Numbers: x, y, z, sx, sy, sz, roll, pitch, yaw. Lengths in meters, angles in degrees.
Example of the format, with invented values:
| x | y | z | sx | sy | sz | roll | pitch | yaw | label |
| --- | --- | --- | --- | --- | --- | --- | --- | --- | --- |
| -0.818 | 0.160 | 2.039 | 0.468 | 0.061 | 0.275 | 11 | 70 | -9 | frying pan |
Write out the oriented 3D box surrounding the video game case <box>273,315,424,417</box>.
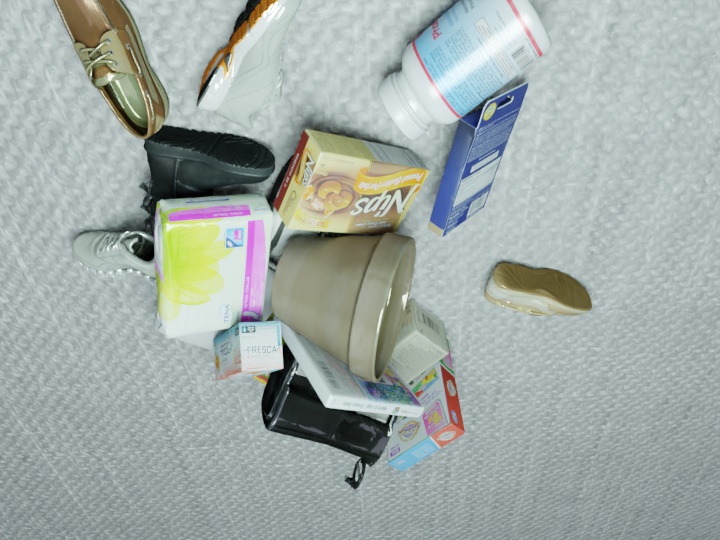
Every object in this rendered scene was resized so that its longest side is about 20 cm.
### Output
| x | y | z | sx | sy | sz | roll | pitch | yaw | label |
| --- | --- | --- | --- | --- | --- | --- | --- | --- | --- |
| -0.020 | 0.137 | 0.878 | 0.178 | 0.200 | 0.024 | 18 | 109 | -39 | video game case |

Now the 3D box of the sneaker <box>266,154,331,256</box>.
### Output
| x | y | z | sx | sy | sz | roll | pitch | yaw | label |
| --- | --- | --- | --- | --- | --- | --- | --- | --- | --- |
| -0.075 | -0.092 | 0.883 | 0.113 | 0.077 | 0.201 | 17 | 132 | -33 | sneaker |

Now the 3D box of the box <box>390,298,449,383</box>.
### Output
| x | y | z | sx | sy | sz | roll | pitch | yaw | label |
| --- | --- | --- | --- | --- | --- | --- | --- | --- | --- |
| 0.058 | 0.155 | 1.086 | 0.094 | 0.079 | 0.199 | 34 | 121 | -29 | box |

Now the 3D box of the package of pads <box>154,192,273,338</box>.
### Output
| x | y | z | sx | sy | sz | roll | pitch | yaw | label |
| --- | --- | --- | --- | --- | --- | --- | --- | --- | --- |
| -0.206 | -0.004 | 0.823 | 0.150 | 0.069 | 0.205 | -8 | 131 | -25 | package of pads |

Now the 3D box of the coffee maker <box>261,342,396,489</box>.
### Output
| x | y | z | sx | sy | sz | roll | pitch | yaw | label |
| --- | --- | --- | --- | --- | --- | --- | --- | --- | --- |
| -0.054 | 0.226 | 0.937 | 0.195 | 0.198 | 0.134 | 21 | 165 | -19 | coffee maker |

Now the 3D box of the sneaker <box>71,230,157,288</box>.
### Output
| x | y | z | sx | sy | sz | roll | pitch | yaw | label |
| --- | --- | --- | --- | --- | --- | --- | --- | --- | --- |
| -0.344 | -0.030 | 0.876 | 0.193 | 0.077 | 0.082 | 11 | 152 | 13 | sneaker |

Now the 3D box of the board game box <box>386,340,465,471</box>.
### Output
| x | y | z | sx | sy | sz | roll | pitch | yaw | label |
| --- | --- | --- | --- | --- | --- | --- | --- | --- | --- |
| 0.106 | 0.231 | 1.074 | 0.040 | 0.204 | 0.152 | 32 | 124 | -28 | board game box |

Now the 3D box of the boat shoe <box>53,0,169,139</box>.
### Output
| x | y | z | sx | sy | sz | roll | pitch | yaw | label |
| --- | --- | --- | --- | --- | --- | --- | --- | --- | --- |
| -0.296 | -0.252 | 0.715 | 0.073 | 0.075 | 0.203 | -17 | 130 | 12 | boat shoe |

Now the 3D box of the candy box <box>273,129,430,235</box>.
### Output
| x | y | z | sx | sy | sz | roll | pitch | yaw | label |
| --- | --- | --- | --- | --- | --- | --- | --- | --- | --- |
| -0.009 | -0.112 | 0.806 | 0.196 | 0.056 | 0.117 | -1 | 132 | -42 | candy box |

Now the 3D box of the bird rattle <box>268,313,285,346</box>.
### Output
| x | y | z | sx | sy | sz | roll | pitch | yaw | label |
| --- | --- | --- | --- | --- | --- | --- | --- | --- | --- |
| -0.069 | 0.120 | 1.012 | 0.196 | 0.114 | 0.164 | 29 | 119 | -18 | bird rattle |

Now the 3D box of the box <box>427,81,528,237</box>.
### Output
| x | y | z | sx | sy | sz | roll | pitch | yaw | label |
| --- | --- | --- | --- | --- | --- | --- | --- | --- | --- |
| 0.158 | -0.154 | 0.808 | 0.032 | 0.120 | 0.204 | 35 | 135 | 23 | box |

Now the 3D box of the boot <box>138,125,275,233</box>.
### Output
| x | y | z | sx | sy | sz | roll | pitch | yaw | label |
| --- | --- | --- | --- | --- | --- | --- | --- | --- | --- |
| -0.219 | -0.108 | 0.846 | 0.191 | 0.075 | 0.166 | 10 | 128 | -3 | boot |

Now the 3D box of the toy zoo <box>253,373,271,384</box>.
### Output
| x | y | z | sx | sy | sz | roll | pitch | yaw | label |
| --- | --- | --- | --- | --- | --- | --- | --- | --- | --- |
| -0.139 | 0.211 | 1.084 | 0.129 | 0.021 | 0.199 | 35 | 161 | -16 | toy zoo |

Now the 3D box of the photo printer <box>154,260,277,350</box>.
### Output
| x | y | z | sx | sy | sz | roll | pitch | yaw | label |
| --- | --- | --- | --- | --- | --- | --- | --- | --- | --- |
| -0.223 | 0.043 | 0.972 | 0.163 | 0.071 | 0.200 | 23 | 126 | -30 | photo printer |

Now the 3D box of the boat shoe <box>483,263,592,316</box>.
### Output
| x | y | z | sx | sy | sz | roll | pitch | yaw | label |
| --- | --- | --- | --- | --- | --- | --- | --- | --- | --- |
| 0.299 | 0.042 | 1.015 | 0.194 | 0.076 | 0.070 | 15 | 141 | -15 | boat shoe |

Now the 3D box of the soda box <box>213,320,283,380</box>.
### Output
| x | y | z | sx | sy | sz | roll | pitch | yaw | label |
| --- | --- | --- | --- | --- | --- | --- | --- | --- | --- |
| -0.174 | 0.124 | 0.898 | 0.062 | 0.071 | 0.199 | -1 | 168 | -25 | soda box |

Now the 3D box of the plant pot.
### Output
| x | y | z | sx | sy | sz | roll | pitch | yaw | label |
| --- | --- | --- | --- | --- | --- | --- | --- | --- | --- |
| -0.028 | 0.034 | 0.837 | 0.168 | 0.202 | 0.205 | 14 | 133 | 12 | plant pot |

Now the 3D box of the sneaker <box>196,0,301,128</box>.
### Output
| x | y | z | sx | sy | sz | roll | pitch | yaw | label |
| --- | --- | --- | --- | --- | --- | --- | --- | --- | --- |
| -0.120 | -0.260 | 0.730 | 0.090 | 0.078 | 0.199 | 24 | 134 | -32 | sneaker |

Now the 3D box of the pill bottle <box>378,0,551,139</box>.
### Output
| x | y | z | sx | sy | sz | roll | pitch | yaw | label |
| --- | --- | --- | --- | --- | --- | --- | --- | --- | --- |
| 0.120 | -0.252 | 0.717 | 0.197 | 0.111 | 0.108 | -33 | 126 | 24 | pill bottle |
